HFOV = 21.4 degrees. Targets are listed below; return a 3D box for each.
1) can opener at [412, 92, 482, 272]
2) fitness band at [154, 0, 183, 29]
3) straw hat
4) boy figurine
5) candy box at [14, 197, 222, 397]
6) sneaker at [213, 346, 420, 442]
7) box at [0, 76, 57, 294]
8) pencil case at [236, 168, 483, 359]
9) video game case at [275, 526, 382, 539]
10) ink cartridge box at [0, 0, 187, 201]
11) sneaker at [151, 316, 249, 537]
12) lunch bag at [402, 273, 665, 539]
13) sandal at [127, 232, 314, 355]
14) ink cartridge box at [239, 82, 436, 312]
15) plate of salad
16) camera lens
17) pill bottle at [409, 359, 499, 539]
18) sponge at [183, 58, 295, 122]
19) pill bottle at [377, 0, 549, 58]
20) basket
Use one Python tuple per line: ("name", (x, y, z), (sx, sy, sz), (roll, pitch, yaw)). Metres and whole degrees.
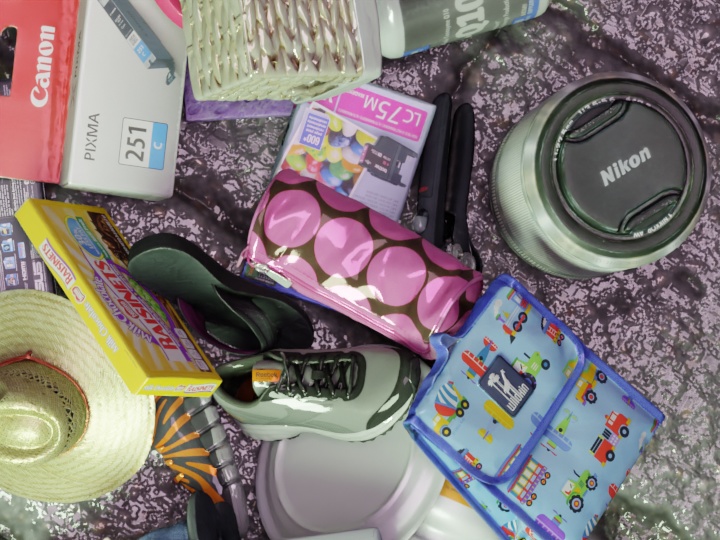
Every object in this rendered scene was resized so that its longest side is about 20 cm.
("can opener", (0.070, -0.060, 1.664), (0.063, 0.078, 0.202), (18, 71, -45))
("fitness band", (-0.114, -0.294, 1.623), (0.143, 0.037, 0.202), (17, 76, -29))
("straw hat", (-0.274, 0.118, 1.556), (0.199, 0.085, 0.203), (4, 108, 14))
("boy figurine", (-0.193, 0.249, 1.582), (0.199, 0.124, 0.065), (-24, 60, 24))
("candy box", (-0.200, 0.022, 1.574), (0.026, 0.102, 0.201), (-48, 64, 22))
("sneaker", (-0.039, 0.098, 1.579), (0.198, 0.079, 0.075), (-10, 59, 32))
("box", (-0.346, -0.056, 1.621), (0.159, 0.049, 0.202), (-7, 87, -11))
("pencil case", (0.000, 0.000, 1.582), (0.199, 0.091, 0.094), (26, 54, 10))
("video game case", (-0.070, 0.276, 1.561), (0.198, 0.183, 0.022), (-8, 51, 3))
("ink cartridge box", (-0.236, -0.170, 1.606), (0.174, 0.045, 0.202), (7, 86, -20))
("sneaker", (-0.170, 0.147, 1.624), (0.111, 0.078, 0.202), (-21, 78, -5))
("lunch bag", (0.124, 0.113, 1.537), (0.200, 0.094, 0.151), (44, 70, -23))
("sandal", (-0.118, 0.036, 1.600), (0.200, 0.075, 0.048), (32, 43, -39))
("ink cartridge box", (-0.021, -0.068, 1.658), (0.118, 0.042, 0.202), (18, 95, -8))
("plate of salad", (-0.003, 0.160, 1.605), (0.048, 0.199, 0.201), (36, 79, -48))
("camera lens", (0.198, -0.077, 1.621), (0.158, 0.200, 0.162), (1, 86, -8))
("pill bottle", (0.087, 0.167, 1.632), (0.110, 0.111, 0.202), (23, 83, -5))
("sponge", (-0.109, -0.232, 1.677), (0.110, 0.030, 0.202), (-6, 88, -7))
("pill bottle", (0.056, -0.250, 1.659), (0.198, 0.114, 0.115), (-17, 88, -8))
("basket", (-0.074, -0.240, 1.543), (0.122, 0.135, 0.202), (-7, 89, -28))
